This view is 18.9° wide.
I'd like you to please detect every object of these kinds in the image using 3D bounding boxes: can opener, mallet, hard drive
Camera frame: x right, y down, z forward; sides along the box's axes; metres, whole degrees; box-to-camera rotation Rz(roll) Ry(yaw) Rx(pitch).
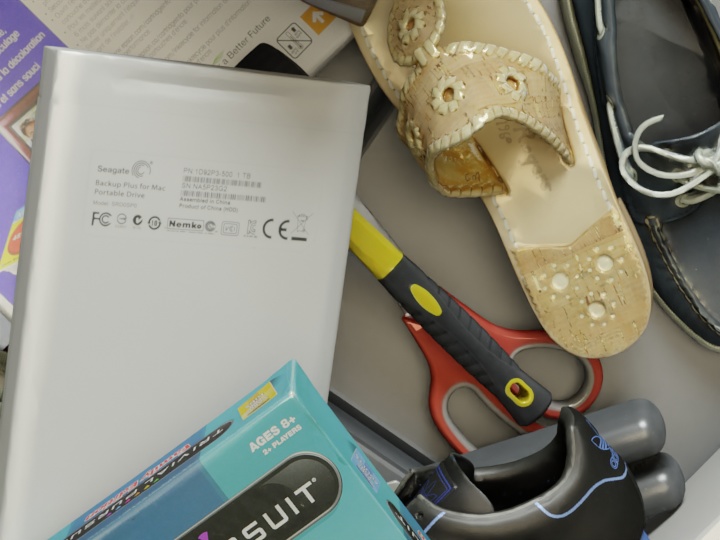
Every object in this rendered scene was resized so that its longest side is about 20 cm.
[{"bbox_3d":[0.039,0.113,0.919,0.199,0.067,0.054,-19,106,9],"label":"can opener"},{"bbox_3d":[0.000,0.000,0.905,0.066,0.041,0.200,-40,104,-6],"label":"mallet"},{"bbox_3d":[-0.071,0.019,0.848,0.131,0.026,0.201,4,99,-26],"label":"hard drive"}]

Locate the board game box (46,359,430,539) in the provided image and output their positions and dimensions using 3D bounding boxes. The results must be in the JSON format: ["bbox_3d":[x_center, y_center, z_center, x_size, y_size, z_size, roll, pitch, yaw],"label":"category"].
[{"bbox_3d":[-0.026,0.159,0.811,0.151,0.047,0.200,-36,101,7],"label":"board game box"}]

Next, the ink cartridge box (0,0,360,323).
[{"bbox_3d":[-0.137,-0.105,0.918,0.200,0.043,0.198,45,80,-5],"label":"ink cartridge box"}]

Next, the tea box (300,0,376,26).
[{"bbox_3d":[-0.046,-0.228,0.828,0.199,0.134,0.197,25,86,-2],"label":"tea box"}]

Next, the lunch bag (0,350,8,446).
[{"bbox_3d":[-0.195,0.108,0.887,0.199,0.118,0.165,17,97,-4],"label":"lunch bag"}]

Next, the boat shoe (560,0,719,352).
[{"bbox_3d":[0.141,-0.060,0.934,0.075,0.062,0.201,-15,90,-5],"label":"boat shoe"}]

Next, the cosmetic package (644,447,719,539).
[{"bbox_3d":[0.141,0.155,0.909,0.085,0.108,0.200,44,86,0],"label":"cosmetic package"}]

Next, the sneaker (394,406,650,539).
[{"bbox_3d":[0.018,0.124,0.864,0.199,0.070,0.078,-26,106,-1],"label":"sneaker"}]

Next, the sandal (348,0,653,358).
[{"bbox_3d":[0.057,-0.055,0.888,0.077,0.070,0.212,-29,96,14],"label":"sandal"}]

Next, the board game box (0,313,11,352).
[{"bbox_3d":[-0.211,-0.050,0.940,0.200,0.019,0.103,44,89,-2],"label":"board game box"}]

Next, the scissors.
[{"bbox_3d":[0.021,0.017,0.933,0.200,0.014,0.073,38,96,-13],"label":"scissors"}]
